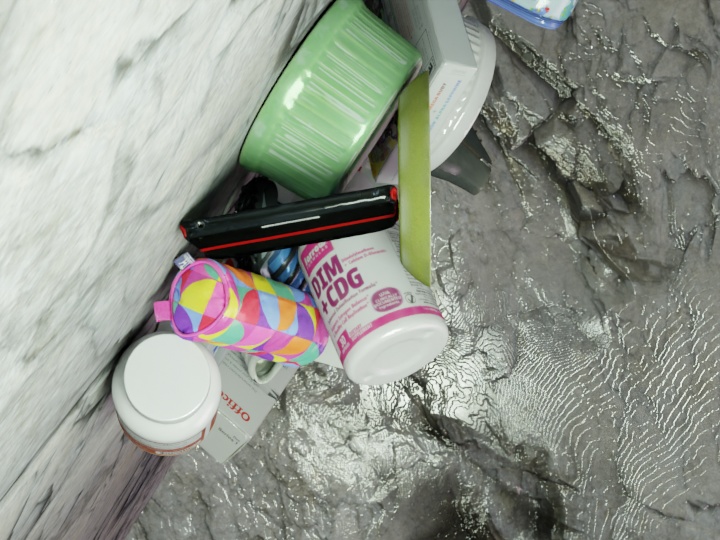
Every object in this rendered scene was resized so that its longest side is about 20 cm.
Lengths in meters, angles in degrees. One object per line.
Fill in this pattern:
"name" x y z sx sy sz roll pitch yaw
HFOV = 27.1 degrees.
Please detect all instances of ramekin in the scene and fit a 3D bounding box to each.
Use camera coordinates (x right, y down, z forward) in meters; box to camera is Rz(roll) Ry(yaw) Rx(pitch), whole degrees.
"ramekin" -0.024 -0.159 1.452 0.201 0.097 0.200 -57 179 -1
"ramekin" 0.057 -0.221 1.746 0.200 0.104 0.202 -44 -148 37

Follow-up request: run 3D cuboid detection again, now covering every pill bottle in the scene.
"pill bottle" -0.197 0.124 1.527 0.113 0.112 0.200 -56 179 -15
"pill bottle" 0.002 0.005 1.526 0.112 0.202 0.114 -19 152 -11

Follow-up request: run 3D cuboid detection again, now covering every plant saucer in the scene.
"plant saucer" 0.050 -0.085 1.399 0.200 0.031 0.203 -1 90 -89

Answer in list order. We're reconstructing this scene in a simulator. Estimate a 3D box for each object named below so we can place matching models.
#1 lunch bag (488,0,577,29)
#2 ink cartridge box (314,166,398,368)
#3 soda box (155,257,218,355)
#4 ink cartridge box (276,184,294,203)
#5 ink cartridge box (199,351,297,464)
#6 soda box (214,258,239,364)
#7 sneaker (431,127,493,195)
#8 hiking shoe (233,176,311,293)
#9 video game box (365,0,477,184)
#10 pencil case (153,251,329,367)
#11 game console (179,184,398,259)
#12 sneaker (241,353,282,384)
"lunch bag" 0.182 -0.380 1.856 0.083 0.198 0.161 -64 178 26
"ink cartridge box" 0.000 0.000 1.778 0.144 0.083 0.202 -60 166 -65
"soda box" -0.189 0.069 1.671 0.068 0.063 0.200 -56 178 -32
"ink cartridge box" -0.074 -0.087 1.838 0.201 0.083 0.176 -57 180 41
"ink cartridge box" -0.171 0.126 1.926 0.084 0.146 0.200 -44 -172 42
"soda box" -0.158 0.036 1.748 0.068 0.063 0.200 -56 180 -35
"sneaker" 0.110 -0.183 1.863 0.075 0.106 0.202 -36 -145 42
"hiking shoe" -0.087 -0.008 1.619 0.074 0.086 0.203 32 -49 57
"video game box" 0.048 -0.224 1.572 0.183 0.046 0.202 -55 -143 45
"pencil case" -0.112 0.044 1.493 0.089 0.088 0.199 -56 145 8
"game console" -0.061 -0.048 1.402 0.177 0.197 0.031 68 12 -82
"sneaker" -0.092 0.070 1.819 0.072 0.071 0.200 -10 153 -26
